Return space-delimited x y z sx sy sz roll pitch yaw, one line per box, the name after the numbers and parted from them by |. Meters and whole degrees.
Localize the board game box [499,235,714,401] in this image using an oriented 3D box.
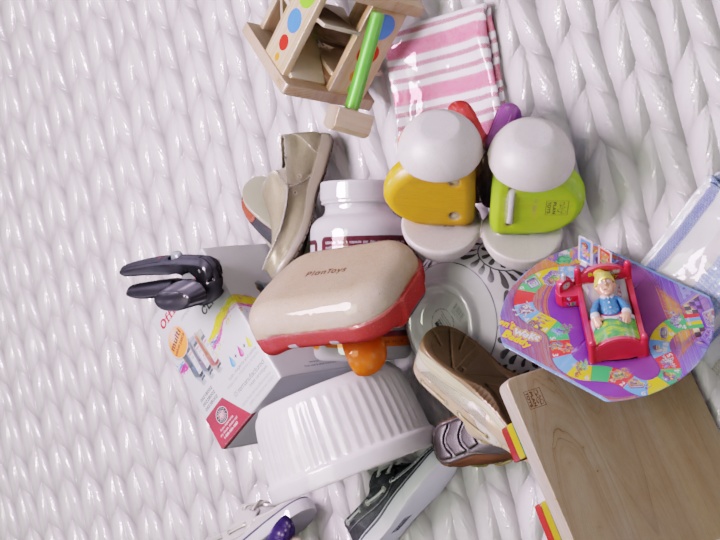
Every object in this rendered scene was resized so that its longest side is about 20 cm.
0.225 0.034 1.211 0.200 0.158 0.039 28 148 35 | board game box

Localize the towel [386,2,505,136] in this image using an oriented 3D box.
0.093 -0.181 1.425 0.146 0.030 0.201 -9 88 42 | towel

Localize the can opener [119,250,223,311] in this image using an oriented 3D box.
-0.226 0.007 1.524 0.200 0.078 0.064 6 104 52 | can opener

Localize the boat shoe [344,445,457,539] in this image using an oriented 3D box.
0.041 0.252 1.494 0.068 0.072 0.200 53 133 23 | boat shoe

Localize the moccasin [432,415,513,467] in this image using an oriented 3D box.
0.172 0.167 1.363 0.201 0.078 0.074 -30 58 34 | moccasin

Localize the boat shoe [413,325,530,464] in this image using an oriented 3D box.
0.135 0.139 1.302 0.200 0.072 0.065 39 139 17 | boat shoe

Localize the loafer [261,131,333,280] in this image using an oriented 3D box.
-0.085 -0.077 1.515 0.076 0.068 0.201 107 178 -61 | loafer

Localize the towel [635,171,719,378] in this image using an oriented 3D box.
0.353 0.026 1.213 0.200 0.024 0.147 51 125 26 | towel

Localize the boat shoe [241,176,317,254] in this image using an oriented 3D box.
-0.071 -0.029 1.569 0.200 0.071 0.063 46 161 14 | boat shoe

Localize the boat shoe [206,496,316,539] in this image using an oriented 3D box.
-0.132 0.326 1.659 0.200 0.072 0.066 -45 62 40 | boat shoe

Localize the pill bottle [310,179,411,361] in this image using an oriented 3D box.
0.000 0.000 1.469 0.113 0.113 0.201 -2 90 42 | pill bottle

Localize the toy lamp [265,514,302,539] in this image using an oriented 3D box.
-0.018 0.359 1.535 0.200 0.058 0.058 30 115 16 | toy lamp

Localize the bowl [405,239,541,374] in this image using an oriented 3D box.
0.113 0.053 1.388 0.200 0.094 0.202 6 99 42 | bowl

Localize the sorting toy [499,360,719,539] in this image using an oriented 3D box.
0.242 0.180 1.227 0.201 0.198 0.070 68 153 16 | sorting toy

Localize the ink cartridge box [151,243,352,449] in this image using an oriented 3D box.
-0.129 0.086 1.576 0.145 0.144 0.200 -51 60 33 | ink cartridge box

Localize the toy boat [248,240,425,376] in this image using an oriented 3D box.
-0.016 0.054 1.358 0.199 0.131 0.131 -8 121 35 | toy boat

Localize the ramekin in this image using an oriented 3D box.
-0.022 0.178 1.448 0.200 0.200 0.105 -28 79 40 | ramekin

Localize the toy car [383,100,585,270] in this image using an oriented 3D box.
0.127 -0.103 1.311 0.199 0.150 0.175 6 141 8 | toy car

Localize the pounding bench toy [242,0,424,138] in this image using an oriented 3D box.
-0.012 -0.260 1.421 0.156 0.124 0.200 -58 44 29 | pounding bench toy
